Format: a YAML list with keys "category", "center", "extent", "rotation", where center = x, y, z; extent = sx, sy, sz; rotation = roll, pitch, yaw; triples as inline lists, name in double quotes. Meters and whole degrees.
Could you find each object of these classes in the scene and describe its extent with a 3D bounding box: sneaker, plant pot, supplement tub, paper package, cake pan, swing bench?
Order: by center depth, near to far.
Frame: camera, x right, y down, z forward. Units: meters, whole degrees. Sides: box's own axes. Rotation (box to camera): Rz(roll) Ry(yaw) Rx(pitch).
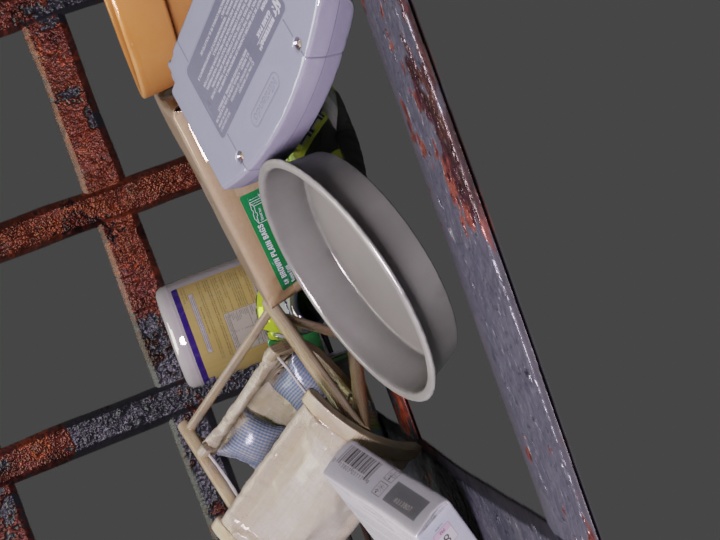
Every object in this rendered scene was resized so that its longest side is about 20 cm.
- category: "cake pan"
  center: [0.000, 0.000, 0.831]
  extent: [0.200, 0.037, 0.201]
  rotation: [49, 162, 22]
- category: "sneaker"
  center: [-0.052, -0.116, 0.914]
  extent: [0.075, 0.076, 0.202]
  rotation: [118, 130, -76]
- category: "plant pot"
  center: [-0.159, -0.268, 1.022]
  extent: [0.200, 0.139, 0.202]
  rotation: [159, 90, -82]
- category: "paper package"
  center: [-0.098, -0.093, 1.084]
  extent: [0.201, 0.103, 0.191]
  rotation: [65, 174, -20]
- category: "swing bench"
  center: [-0.068, 0.173, 1.201]
  extent: [0.200, 0.129, 0.201]
  rotation: [-55, 39, 25]
- category: "sneaker"
  center: [-0.077, -0.020, 1.352]
  extent: [0.080, 0.074, 0.202]
  rotation: [-3, 99, 41]
- category: "supplement tub"
  center: [-0.164, 0.059, 1.604]
  extent: [0.145, 0.198, 0.147]
  rotation: [160, 90, -82]

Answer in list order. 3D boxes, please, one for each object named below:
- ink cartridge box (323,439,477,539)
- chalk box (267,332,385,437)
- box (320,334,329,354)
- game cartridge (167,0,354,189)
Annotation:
- category: "ink cartridge box"
  center: [0.066, 0.256, 1.065]
  extent: [0.200, 0.057, 0.162]
  rotation: [52, 163, -29]
- category: "chalk box"
  center: [-0.051, 0.166, 1.410]
  extent: [0.124, 0.123, 0.202]
  rotation: [147, 103, -81]
- category: "box"
  center: [-0.065, 0.152, 1.710]
  extent: [0.159, 0.048, 0.201]
  rotation: [81, 166, -50]
- category: "game cartridge"
  center: [-0.072, -0.154, 0.822]
  extent: [0.134, 0.040, 0.200]
  rotation: [64, 144, 22]
